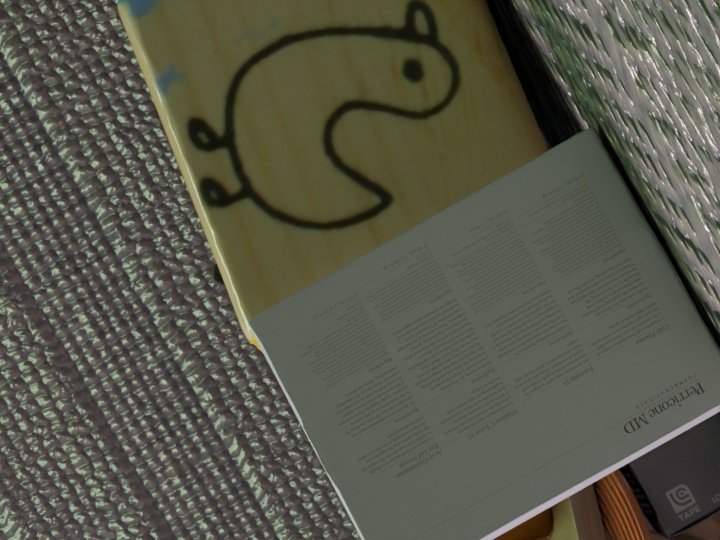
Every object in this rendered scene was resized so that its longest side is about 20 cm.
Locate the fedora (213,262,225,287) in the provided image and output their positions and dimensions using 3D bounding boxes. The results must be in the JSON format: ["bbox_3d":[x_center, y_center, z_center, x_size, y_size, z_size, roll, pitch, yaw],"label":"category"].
[{"bbox_3d":[0.000,0.000,1.498,0.201,0.199,0.092,-119,6,-70],"label":"fedora"}]

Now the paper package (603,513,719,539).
[{"bbox_3d":[0.206,0.204,1.440,0.192,0.103,0.200,61,-179,-2],"label":"paper package"}]

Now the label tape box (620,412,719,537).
[{"bbox_3d":[0.144,0.047,1.236,0.201,0.063,0.144,61,179,5],"label":"label tape box"}]

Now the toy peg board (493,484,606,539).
[{"bbox_3d":[0.052,0.174,1.238,0.200,0.097,0.201,-30,71,62],"label":"toy peg board"}]

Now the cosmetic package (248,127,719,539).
[{"bbox_3d":[0.066,0.045,1.078,0.152,0.199,0.052,62,-179,13],"label":"cosmetic package"}]

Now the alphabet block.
[{"bbox_3d":[-0.008,-0.081,1.239,0.196,0.194,0.202,54,-167,-83],"label":"alphabet block"}]

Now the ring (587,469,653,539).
[{"bbox_3d":[0.132,0.184,1.220,0.200,0.019,0.203,171,90,-71],"label":"ring"}]
